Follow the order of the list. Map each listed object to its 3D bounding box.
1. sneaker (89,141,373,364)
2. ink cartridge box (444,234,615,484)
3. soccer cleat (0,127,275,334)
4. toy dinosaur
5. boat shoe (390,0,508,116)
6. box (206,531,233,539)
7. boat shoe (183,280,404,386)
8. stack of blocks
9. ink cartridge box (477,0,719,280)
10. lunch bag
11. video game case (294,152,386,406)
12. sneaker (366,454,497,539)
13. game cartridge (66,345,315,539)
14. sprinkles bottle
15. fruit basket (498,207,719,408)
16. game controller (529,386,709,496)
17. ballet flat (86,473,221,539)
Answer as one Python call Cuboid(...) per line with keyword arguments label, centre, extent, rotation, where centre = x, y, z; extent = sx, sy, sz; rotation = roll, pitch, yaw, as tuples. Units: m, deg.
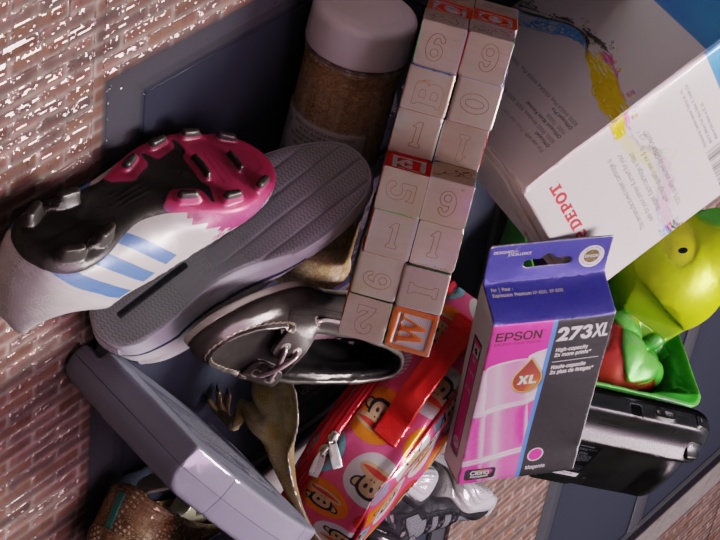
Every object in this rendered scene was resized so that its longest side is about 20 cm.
Cuboid(label="sneaker", centre=(-0.080, -0.012, 1.335), extent=(0.200, 0.073, 0.071), rotation=(-31, 166, -3))
Cuboid(label="ink cartridge box", centre=(0.122, 0.065, 1.503), extent=(0.095, 0.037, 0.200), rotation=(-5, 128, -18))
Cuboid(label="soccer cleat", centre=(-0.137, -0.024, 1.254), extent=(0.200, 0.070, 0.086), rotation=(-24, 154, -43))
Cuboid(label="toy dinosaur", centre=(-0.061, 0.102, 1.464), extent=(0.058, 0.101, 0.200), rotation=(-9, 101, -24))
Cuboid(label="boat shoe", centre=(0.061, -0.174, 1.375), extent=(0.075, 0.093, 0.200), rotation=(-33, 147, -39))
Cuboid(label="box", centre=(-0.100, 0.312, 1.473), extent=(0.200, 0.197, 0.124), rotation=(-35, 158, 18))
Cuboid(label="boat shoe", centre=(-0.033, 0.046, 1.357), extent=(0.067, 0.057, 0.200), rotation=(-41, 162, 26))
Cuboid(label="stack of blocks", centre=(0.043, -0.063, 1.320), extent=(0.115, 0.058, 0.200), rotation=(-77, -178, -69))
Cuboid(label="ink cartridge box", centre=(0.176, -0.117, 1.508), extent=(0.200, 0.145, 0.147), rotation=(-37, 141, -2))
Cuboid(label="lunch bag", centre=(0.028, 0.106, 1.574), extent=(0.200, 0.082, 0.176), rotation=(-51, 174, -30))
Cuboid(label="video game case", centre=(0.000, 0.000, 1.560), extent=(0.143, 0.019, 0.200), rotation=(-33, 148, -39))
Cuboid(label="sneaker", centre=(0.037, 0.210, 1.815), extent=(0.114, 0.075, 0.200), rotation=(-57, 149, 5))
Cuboid(label="game cartridge", centre=(-0.103, 0.125, 1.381), extent=(0.040, 0.133, 0.200), rotation=(-49, 150, -4))
Cuboid(label="sprinkles bottle", centre=(-0.019, -0.084, 1.373), extent=(0.068, 0.068, 0.200), rotation=(-27, 143, -45))
Cuboid(label="fruit basket", centre=(0.208, 0.016, 1.690), extent=(0.155, 0.216, 0.216), rotation=(14, 112, -27))
Cuboid(label="game controller", centre=(0.169, 0.127, 1.633), extent=(0.200, 0.042, 0.104), rotation=(14, 143, -27))
Cuboid(label="ballet flat", centre=(-0.119, 0.173, 1.507), extent=(0.200, 0.070, 0.065), rotation=(6, 98, -66))
